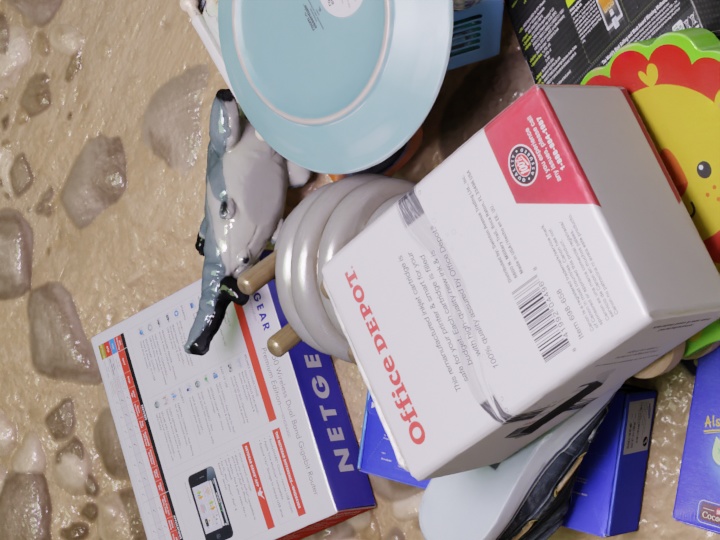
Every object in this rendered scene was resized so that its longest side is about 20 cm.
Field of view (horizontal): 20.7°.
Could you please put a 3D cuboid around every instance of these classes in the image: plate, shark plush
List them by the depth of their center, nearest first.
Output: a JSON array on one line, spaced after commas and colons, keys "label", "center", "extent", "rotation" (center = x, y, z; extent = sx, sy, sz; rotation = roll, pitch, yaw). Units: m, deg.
[{"label": "plate", "center": [-0.026, -0.161, 1.244], "extent": [0.200, 0.026, 0.201], "rotation": [6, 99, 41]}, {"label": "shark plush", "center": [-0.086, -0.032, 1.402], "extent": [0.083, 0.091, 0.201], "rotation": [-22, 62, 49]}]

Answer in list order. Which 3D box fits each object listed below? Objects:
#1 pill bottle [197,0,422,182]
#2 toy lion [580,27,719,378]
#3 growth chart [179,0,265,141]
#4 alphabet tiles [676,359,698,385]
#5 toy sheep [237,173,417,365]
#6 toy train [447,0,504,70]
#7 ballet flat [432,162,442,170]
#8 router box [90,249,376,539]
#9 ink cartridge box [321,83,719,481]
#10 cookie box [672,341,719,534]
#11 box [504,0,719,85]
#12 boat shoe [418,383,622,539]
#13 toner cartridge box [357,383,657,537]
[{"label": "pill bottle", "center": [-0.037, -0.150, 1.365], "extent": [0.106, 0.106, 0.200], "rotation": [-46, 64, 27]}, {"label": "toy lion", "center": [0.203, -0.038, 1.087], "extent": [0.200, 0.069, 0.192], "rotation": [1, 102, 41]}, {"label": "growth chart", "center": [-0.035, -0.174, 1.277], "extent": [0.200, 0.018, 0.145], "rotation": [-40, 69, 38]}, {"label": "alphabet tiles", "center": [0.260, 0.016, 1.204], "extent": [0.200, 0.008, 0.167], "rotation": [50, 117, 26]}, {"label": "toy sheep", "center": [0.000, 0.000, 1.298], "extent": [0.200, 0.138, 0.138], "rotation": [8, 94, 49]}, {"label": "toy train", "center": [0.028, -0.225, 1.315], "extent": [0.114, 0.086, 0.200], "rotation": [93, 154, -50]}, {"label": "ballet flat", "center": [0.125, -0.012, 1.280], "extent": [0.063, 0.069, 0.200], "rotation": [-39, 65, 0]}, {"label": "router box", "center": [-0.097, 0.110, 1.441], "extent": [0.179, 0.049, 0.200], "rotation": [-26, 74, 33]}, {"label": "ink cartridge box", "center": [0.087, 0.009, 1.107], "extent": [0.200, 0.084, 0.145], "rotation": [-39, 67, 39]}, {"label": "cookie box", "center": [0.284, 0.066, 1.133], "extent": [0.171, 0.075, 0.201], "rotation": [14, 98, 38]}, {"label": "box", "center": [0.149, -0.189, 1.208], "extent": [0.200, 0.047, 0.194], "rotation": [132, 125, -62]}, {"label": "boat shoe", "center": [0.116, 0.094, 1.216], "extent": [0.071, 0.091, 0.200], "rotation": [40, 97, 29]}, {"label": "toner cartridge box", "center": [0.094, 0.107, 1.303], "extent": [0.200, 0.043, 0.095], "rotation": [12, 95, 36]}]
